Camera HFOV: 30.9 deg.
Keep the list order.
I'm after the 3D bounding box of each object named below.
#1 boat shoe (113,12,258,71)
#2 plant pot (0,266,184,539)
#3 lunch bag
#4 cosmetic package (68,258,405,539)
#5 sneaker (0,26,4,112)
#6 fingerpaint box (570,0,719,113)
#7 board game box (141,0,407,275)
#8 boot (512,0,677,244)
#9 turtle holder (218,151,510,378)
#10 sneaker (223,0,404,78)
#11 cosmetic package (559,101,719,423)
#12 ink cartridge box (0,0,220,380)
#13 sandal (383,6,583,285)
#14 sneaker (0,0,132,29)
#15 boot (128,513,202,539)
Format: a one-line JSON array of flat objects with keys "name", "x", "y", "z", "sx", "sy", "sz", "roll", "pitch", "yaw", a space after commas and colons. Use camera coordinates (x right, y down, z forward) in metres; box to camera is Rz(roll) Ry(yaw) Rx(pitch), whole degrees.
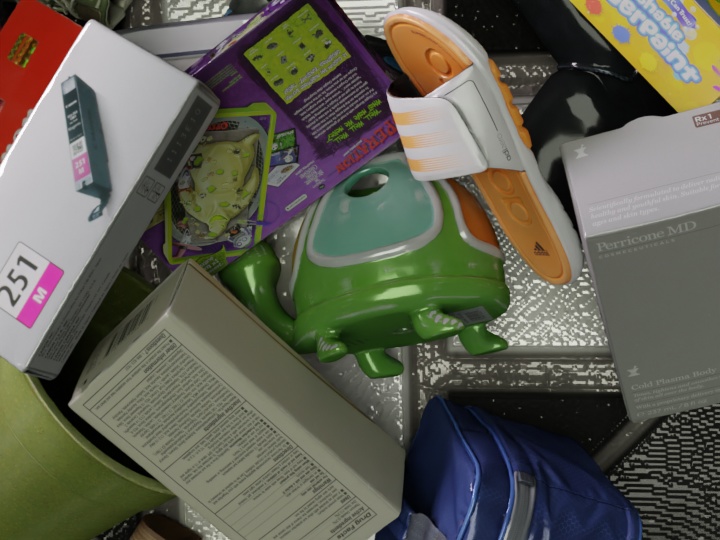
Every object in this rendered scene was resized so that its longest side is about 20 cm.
[{"name": "boat shoe", "x": -0.130, "y": -0.135, "z": 0.891, "sx": 0.198, "sy": 0.072, "sz": 0.066, "roll": -3, "pitch": 105, "yaw": 22}, {"name": "plant pot", "x": -0.219, "y": 0.121, "z": 0.918, "sx": 0.190, "sy": 0.200, "sz": 0.200, "roll": -41, "pitch": 89, "yaw": 23}, {"name": "lunch bag", "x": 0.080, "y": 0.169, "z": 0.863, "sx": 0.131, "sy": 0.200, "sz": 0.137, "roll": 20, "pitch": 97, "yaw": -13}, {"name": "cosmetic package", "x": -0.075, "y": 0.102, "z": 0.838, "sx": 0.103, "sy": 0.073, "sz": 0.200, "roll": -39, "pitch": 109, "yaw": 23}, {"name": "sneaker", "x": -0.236, "y": -0.123, "z": 0.897, "sx": 0.114, "sy": 0.078, "sz": 0.202, "roll": 7, "pitch": 105, "yaw": 2}, {"name": "fingerpaint box", "x": 0.193, "y": -0.221, "z": 0.818, "sx": 0.200, "sy": 0.073, "sz": 0.167, "roll": 45, "pitch": 56, "yaw": 1}, {"name": "board game box", "x": -0.072, "y": -0.085, "z": 0.843, "sx": 0.199, "sy": 0.032, "sz": 0.120, "roll": -35, "pitch": 114, "yaw": 14}, {"name": "boot", "x": 0.132, "y": -0.122, "z": 0.879, "sx": 0.197, "sy": 0.073, "sz": 0.163, "roll": 32, "pitch": 95, "yaw": -4}, {"name": "turtle holder", "x": 0.010, "y": 0.000, "z": 0.894, "sx": 0.184, "sy": 0.140, "sz": 0.133, "roll": -21, "pitch": 72, "yaw": 41}, {"name": "sneaker", "x": -0.013, "y": -0.128, "z": 0.913, "sx": 0.199, "sy": 0.073, "sz": 0.082, "roll": 33, "pitch": 113, "yaw": 11}, {"name": "cosmetic package", "x": 0.198, "y": 0.000, "z": 0.825, "sx": 0.106, "sy": 0.201, "sz": 0.091, "roll": -15, "pitch": 50, "yaw": 11}, {"name": "ink cartridge box", "x": -0.207, "y": -0.063, "z": 0.804, "sx": 0.173, "sy": 0.044, "sz": 0.201, "roll": 30, "pitch": 88, "yaw": 21}, {"name": "sandal", "x": 0.068, "y": -0.064, "z": 0.799, "sx": 0.059, "sy": 0.079, "sz": 0.208, "roll": -40, "pitch": 106, "yaw": -22}, {"name": "sneaker", "x": -0.204, "y": -0.210, "z": 0.925, "sx": 0.198, "sy": 0.067, "sz": 0.091, "roll": -20, "pitch": 87, "yaw": 7}, {"name": "boot", "x": -0.119, "y": 0.295, "z": 0.959, "sx": 0.199, "sy": 0.077, "sz": 0.156, "roll": 28, "pitch": 98, "yaw": 7}]
